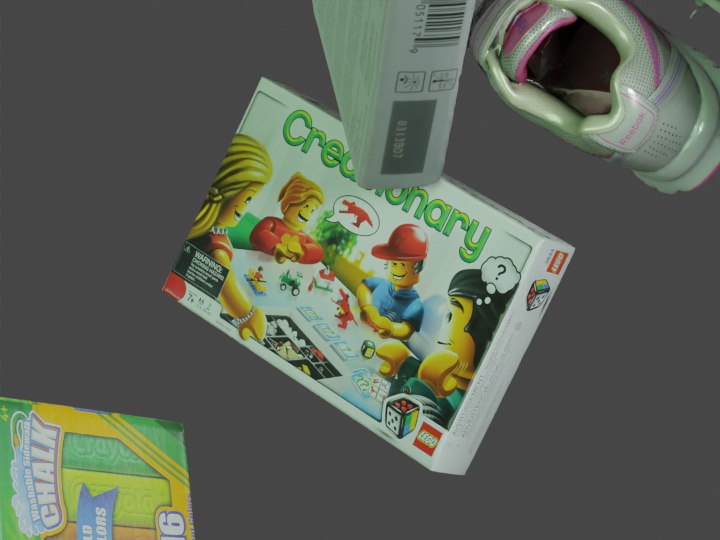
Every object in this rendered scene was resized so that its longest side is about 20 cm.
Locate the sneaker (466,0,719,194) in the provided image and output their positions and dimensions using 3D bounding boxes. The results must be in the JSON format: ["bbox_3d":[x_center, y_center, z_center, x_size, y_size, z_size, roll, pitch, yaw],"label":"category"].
[{"bbox_3d":[0.089,-0.118,1.145,0.200,0.088,0.081,42,106,32],"label":"sneaker"}]

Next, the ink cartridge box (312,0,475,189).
[{"bbox_3d":[0.009,-0.166,1.180,0.163,0.057,0.200,99,166,-47],"label":"ink cartridge box"}]

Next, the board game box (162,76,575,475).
[{"bbox_3d":[0.000,0.000,1.222,0.200,0.035,0.127,31,100,34],"label":"board game box"}]

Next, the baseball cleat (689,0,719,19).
[{"bbox_3d":[0.204,-0.136,1.079,0.200,0.070,0.107,39,106,32],"label":"baseball cleat"}]

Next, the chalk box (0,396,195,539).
[{"bbox_3d":[-0.191,0.138,1.233,0.124,0.200,0.125,-15,75,32],"label":"chalk box"}]
